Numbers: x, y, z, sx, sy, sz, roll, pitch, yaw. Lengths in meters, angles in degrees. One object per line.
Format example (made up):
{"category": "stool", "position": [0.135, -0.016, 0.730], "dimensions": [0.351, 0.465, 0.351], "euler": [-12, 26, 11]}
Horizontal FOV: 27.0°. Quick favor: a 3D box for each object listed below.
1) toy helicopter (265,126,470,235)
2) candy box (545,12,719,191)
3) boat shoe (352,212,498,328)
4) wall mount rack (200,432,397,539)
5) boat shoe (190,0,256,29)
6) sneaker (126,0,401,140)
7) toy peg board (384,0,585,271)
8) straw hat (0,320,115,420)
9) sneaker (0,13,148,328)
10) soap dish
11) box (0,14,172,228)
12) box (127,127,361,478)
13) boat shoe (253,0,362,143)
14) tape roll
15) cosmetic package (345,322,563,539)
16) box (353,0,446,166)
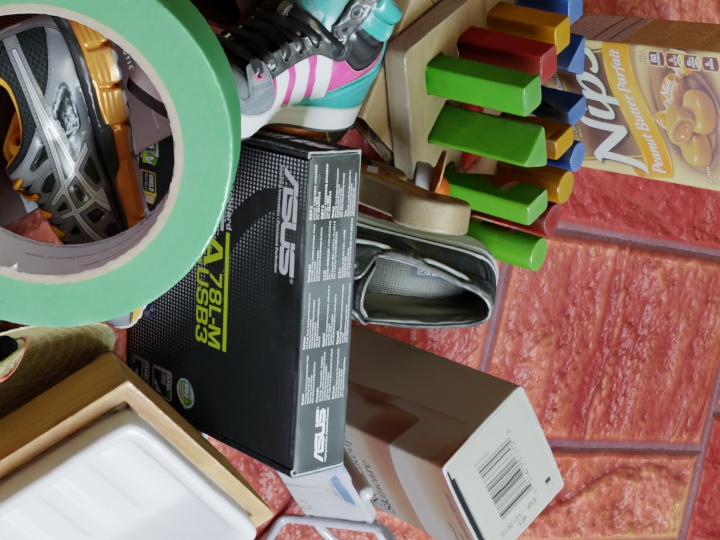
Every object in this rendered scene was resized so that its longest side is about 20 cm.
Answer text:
{"category": "toy helicopter", "position": [0.016, -0.050, 0.962], "dimensions": [0.132, 0.200, 0.079], "euler": [8, 100, -30]}
{"category": "candy box", "position": [0.222, -0.134, 1.168], "dimensions": [0.055, 0.200, 0.116], "euler": [-33, 121, -33]}
{"category": "boat shoe", "position": [0.000, 0.000, 1.040], "dimensions": [0.199, 0.071, 0.072], "euler": [3, 117, -3]}
{"category": "wall mount rack", "position": [-0.026, 0.164, 1.053], "dimensions": [0.075, 0.173, 0.200], "euler": [-57, 132, -36]}
{"category": "boat shoe", "position": [-0.139, -0.212, 0.880], "dimensions": [0.200, 0.070, 0.071], "euler": [25, 57, -29]}
{"category": "sneaker", "position": [-0.043, -0.143, 0.872], "dimensions": [0.200, 0.084, 0.121], "euler": [-13, 135, -57]}
{"category": "toy peg board", "position": [0.119, -0.109, 1.103], "dimensions": [0.199, 0.098, 0.200], "euler": [-43, 140, -39]}
{"category": "straw hat", "position": [-0.248, 0.043, 0.879], "dimensions": [0.201, 0.201, 0.085], "euler": [-20, 72, -36]}
{"category": "sneaker", "position": [-0.164, -0.056, 0.857], "dimensions": [0.077, 0.078, 0.201], "euler": [-13, 117, -10]}
{"category": "soap dish", "position": [-0.179, 0.149, 0.928], "dimensions": [0.200, 0.081, 0.157], "euler": [-32, 131, 11]}
{"category": "box", "position": [-0.214, -0.089, 0.893], "dimensions": [0.200, 0.075, 0.100], "euler": [-36, 122, -31]}
{"category": "box", "position": [-0.080, 0.008, 0.952], "dimensions": [0.047, 0.193, 0.201], "euler": [-6, 106, -37]}
{"category": "boat shoe", "position": [-0.055, -0.164, 1.011], "dimensions": [0.060, 0.072, 0.200], "euler": [-50, 134, -23]}
{"category": "tape roll", "position": [-0.163, -0.071, 0.783], "dimensions": [0.200, 0.048, 0.201], "euler": [0, 113, 1]}
{"category": "cosmetic package", "position": [0.036, 0.118, 1.078], "dimensions": [0.087, 0.200, 0.104], "euler": [-42, 124, -23]}
{"category": "box", "position": [0.062, -0.168, 1.101], "dimensions": [0.200, 0.021, 0.163], "euler": [-66, 151, -10]}
